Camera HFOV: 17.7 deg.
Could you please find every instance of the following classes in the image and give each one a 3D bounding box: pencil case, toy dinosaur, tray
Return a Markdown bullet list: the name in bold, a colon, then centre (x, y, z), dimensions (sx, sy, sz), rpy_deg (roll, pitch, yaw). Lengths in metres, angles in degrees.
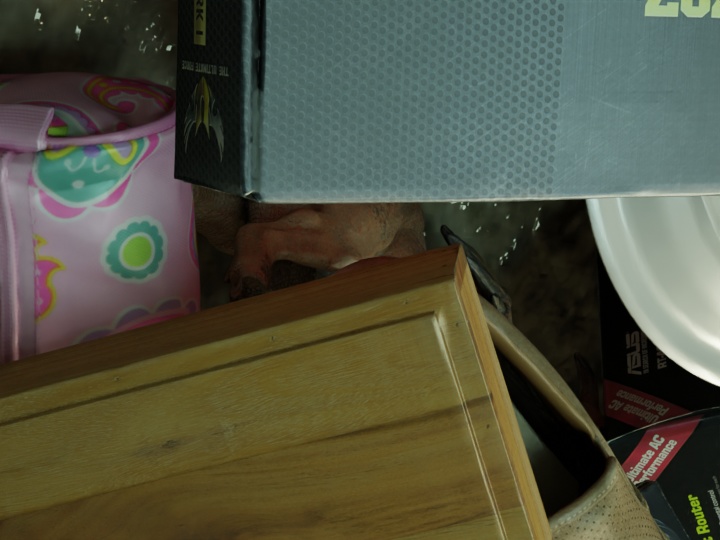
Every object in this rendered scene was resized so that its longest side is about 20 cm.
- **pencil case**: centre (-0.094, 0.039, 0.719), dimensions (0.087, 0.087, 0.201), rpy_deg (-9, 113, -34)
- **toy dinosaur**: centre (0.000, 0.000, 0.783), dimensions (0.135, 0.086, 0.201), rpy_deg (-33, 111, -34)
- **tray**: centre (-0.053, 0.067, 0.660), dimensions (0.199, 0.037, 0.099), rpy_deg (-15, 106, 12)

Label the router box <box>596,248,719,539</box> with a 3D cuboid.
- **router box**: centre (0.144, 0.075, 0.874), dimensions (0.062, 0.150, 0.201), rpy_deg (-14, 126, 15)

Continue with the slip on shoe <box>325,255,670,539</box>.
- **slip on shoe**: centre (0.057, 0.077, 0.698), dimensions (0.076, 0.061, 0.200), rpy_deg (-38, 95, -27)

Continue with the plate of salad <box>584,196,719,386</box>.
- **plate of salad**: centre (0.136, -0.062, 0.695), dimensions (0.199, 0.048, 0.201), rpy_deg (-12, 111, -34)

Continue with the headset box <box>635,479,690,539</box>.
- **headset box**: centre (0.076, 0.182, 0.807), dimensions (0.093, 0.174, 0.201), rpy_deg (-27, 86, -25)

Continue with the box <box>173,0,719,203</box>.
- **box**: centre (0.053, -0.098, 0.580), dimensions (0.199, 0.051, 0.159), rpy_deg (-1, 99, -26)
